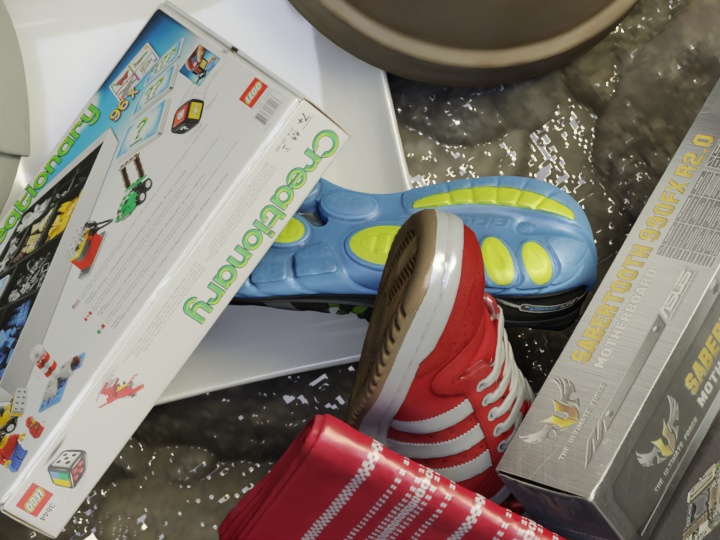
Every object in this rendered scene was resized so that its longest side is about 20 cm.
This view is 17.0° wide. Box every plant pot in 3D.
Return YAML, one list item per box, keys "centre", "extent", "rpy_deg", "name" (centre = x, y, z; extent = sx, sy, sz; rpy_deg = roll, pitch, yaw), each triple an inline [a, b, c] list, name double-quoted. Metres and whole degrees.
- centre: [0.054, -0.189, 0.975]
  extent: [0.199, 0.174, 0.201]
  rpy_deg: [1, 82, -7]
  name: "plant pot"

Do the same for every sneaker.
- centre: [0.052, 0.056, 0.945]
  extent: [0.112, 0.200, 0.071]
  rpy_deg: [13, 51, -1]
  name: "sneaker"
- centre: [0.000, 0.000, 1.003]
  extent: [0.198, 0.083, 0.071]
  rpy_deg: [4, 58, 15]
  name: "sneaker"

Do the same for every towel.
- centre: [0.047, 0.127, 0.947]
  extent: [0.199, 0.145, 0.023]
  rpy_deg: [26, 58, -6]
  name: "towel"

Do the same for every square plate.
- centre: [-0.079, -0.043, 1.059]
  extent: [0.199, 0.028, 0.199]
  rpy_deg: [-13, 87, 1]
  name: "square plate"

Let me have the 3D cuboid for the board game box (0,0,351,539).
- centre: [-0.102, -0.005, 0.986]
  extent: [0.035, 0.126, 0.200]
  rpy_deg: [35, 92, -39]
  name: "board game box"

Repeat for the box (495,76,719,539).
- centre: [0.150, 0.044, 0.964]
  extent: [0.048, 0.158, 0.201]
  rpy_deg: [14, 65, 42]
  name: "box"

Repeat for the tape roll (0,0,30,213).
- centre: [-0.254, -0.072, 0.994]
  extent: [0.201, 0.139, 0.204]
  rpy_deg: [0, 88, 12]
  name: "tape roll"
